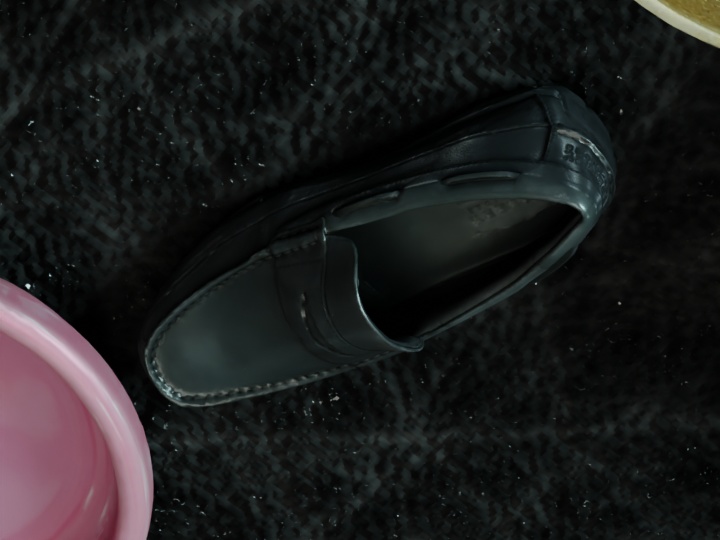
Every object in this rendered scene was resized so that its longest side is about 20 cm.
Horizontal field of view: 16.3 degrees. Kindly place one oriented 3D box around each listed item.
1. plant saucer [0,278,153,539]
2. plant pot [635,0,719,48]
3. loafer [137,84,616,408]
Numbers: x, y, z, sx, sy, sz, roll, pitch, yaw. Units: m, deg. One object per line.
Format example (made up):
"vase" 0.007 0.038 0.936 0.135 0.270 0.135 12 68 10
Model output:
"plant saucer" -0.177 0.069 0.980 0.200 0.051 0.201 4 125 6
"plant pot" 0.135 -0.182 0.678 0.186 0.200 0.186 3 124 4
"loafer" 0.000 0.000 0.898 0.201 0.070 0.068 -27 116 23
